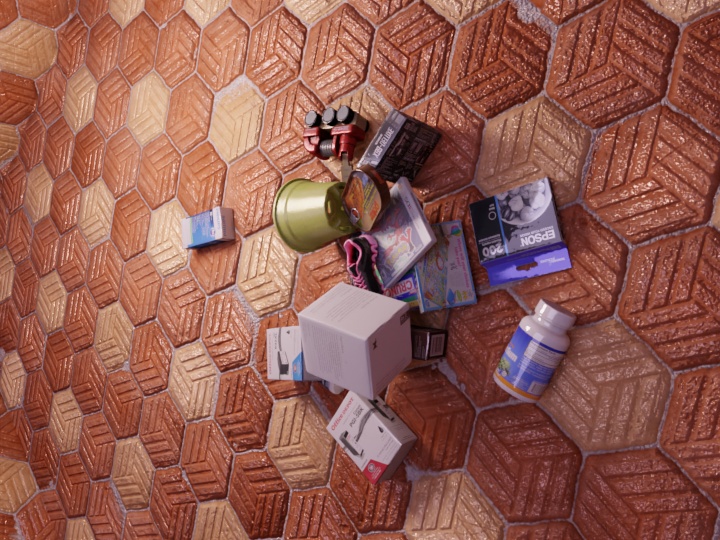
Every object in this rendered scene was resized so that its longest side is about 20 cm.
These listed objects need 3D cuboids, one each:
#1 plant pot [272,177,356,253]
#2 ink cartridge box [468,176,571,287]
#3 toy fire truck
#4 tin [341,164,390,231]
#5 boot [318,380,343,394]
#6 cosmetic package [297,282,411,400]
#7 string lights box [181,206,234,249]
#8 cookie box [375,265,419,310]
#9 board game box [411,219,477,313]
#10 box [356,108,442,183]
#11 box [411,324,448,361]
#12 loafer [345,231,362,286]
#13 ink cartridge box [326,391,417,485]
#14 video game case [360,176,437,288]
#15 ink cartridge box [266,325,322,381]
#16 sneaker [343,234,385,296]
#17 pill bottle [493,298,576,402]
[{"bbox_3d":[-0.096,-0.152,1.539,0.183,0.198,0.204,-3,86,48],"label":"plant pot"},{"bbox_3d":[0.352,-0.081,1.327,0.196,0.043,0.203,-17,79,34],"label":"ink cartridge box"},{"bbox_3d":[-0.068,-0.322,1.612,0.174,0.128,0.203,3,80,36],"label":"toy fire truck"},{"bbox_3d":[0.012,-0.167,1.388,0.113,0.042,0.200,55,155,12],"label":"tin"},{"bbox_3d":[-0.073,0.225,1.605,0.090,0.072,0.203,21,101,40],"label":"boot"},{"bbox_3d":[-0.009,0.154,1.344,0.198,0.164,0.167,17,126,34],"label":"cosmetic package"},{"bbox_3d":[-0.503,-0.136,1.944,0.198,0.059,0.104,-11,82,35],"label":"string lights box"},{"bbox_3d":[0.099,0.002,1.487,0.170,0.075,0.203,-17,78,35],"label":"cookie box"},{"bbox_3d":[0.189,-0.010,1.398,0.132,0.034,0.203,-8,80,-8],"label":"board game box"},{"bbox_3d":[0.098,-0.289,1.425,0.050,0.199,0.159,43,112,25],"label":"box"},{"bbox_3d":[0.104,0.170,1.461,0.198,0.100,0.076,8,92,36],"label":"box"},{"bbox_3d":[0.000,0.000,1.574,0.063,0.071,0.203,-32,63,51],"label":"loafer"},{"bbox_3d":[0.025,0.417,1.517,0.200,0.082,0.148,42,112,29],"label":"ink cartridge box"},{"bbox_3d":[0.084,-0.087,1.407,0.200,0.023,0.184,-49,54,43],"label":"video game case"},{"bbox_3d":[-0.180,0.229,1.639,0.199,0.083,0.148,-12,78,54],"label":"ink cartridge box"},{"bbox_3d":[0.001,0.012,1.418,0.078,0.095,0.203,-16,81,32],"label":"sneaker"},{"bbox_3d":[0.373,0.167,1.257,0.112,0.111,0.202,32,106,32],"label":"pill bottle"}]
